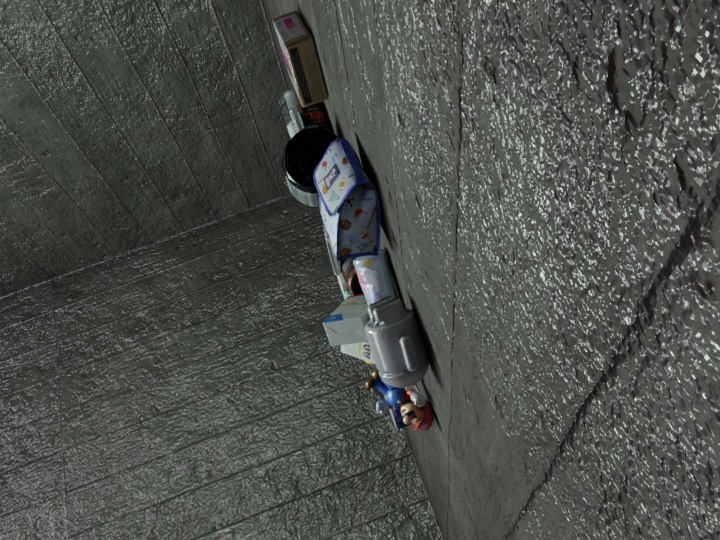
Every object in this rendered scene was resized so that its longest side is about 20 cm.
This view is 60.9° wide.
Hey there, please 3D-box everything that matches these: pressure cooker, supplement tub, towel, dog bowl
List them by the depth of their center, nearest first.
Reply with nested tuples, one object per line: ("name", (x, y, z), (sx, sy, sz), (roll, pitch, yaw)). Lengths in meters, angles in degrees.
("pressure cooker", (-0.117, -0.260, 1.607), (0.200, 0.176, 0.179), (90, 157, -78))
("supplement tub", (0.000, 0.000, 1.702), (0.200, 0.105, 0.109), (-120, 11, -65))
("towel", (-0.085, -0.102, 1.733), (0.148, 0.023, 0.202), (78, 180, -46))
("supplement tub", (-0.151, -0.415, 1.761), (0.123, 0.120, 0.203), (117, 133, -85))
("dog bowl", (0.143, 0.506, 2.375), (0.200, 0.077, 0.204), (161, 91, -87))

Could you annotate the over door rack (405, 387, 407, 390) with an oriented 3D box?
("over door rack", (0.109, 0.289, 1.863), (0.148, 0.065, 0.203), (-114, 6, -61))

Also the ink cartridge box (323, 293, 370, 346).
("ink cartridge box", (0.002, 0.111, 1.550), (0.200, 0.114, 0.068), (-46, -60, -58))

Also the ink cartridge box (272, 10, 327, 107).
("ink cartridge box", (-0.153, -0.537, 1.550), (0.201, 0.074, 0.166), (-112, 3, -48))

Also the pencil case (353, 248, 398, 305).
("pencil case", (0.048, 0.051, 1.442), (0.090, 0.082, 0.203), (3, 114, 65))

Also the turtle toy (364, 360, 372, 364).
("turtle toy", (0.067, 0.189, 1.697), (0.200, 0.099, 0.149), (125, 149, -83))

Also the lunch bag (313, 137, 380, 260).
("lunch bag", (-0.027, -0.152, 1.291), (0.202, 0.121, 0.171), (94, 160, -45))

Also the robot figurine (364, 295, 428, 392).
("robot figurine", (0.077, 0.159, 1.290), (0.169, 0.111, 0.203), (-154, 45, -76))

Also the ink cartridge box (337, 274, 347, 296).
("ink cartridge box", (-0.013, 0.019, 1.924), (0.201, 0.115, 0.068), (78, 171, -68))

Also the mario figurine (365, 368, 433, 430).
("mario figurine", (0.098, 0.340, 1.569), (0.199, 0.106, 0.124), (39, 170, 11))

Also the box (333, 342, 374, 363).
("box", (0.023, 0.190, 1.603), (0.049, 0.197, 0.084), (-32, -49, -53))

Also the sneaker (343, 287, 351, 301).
("sneaker", (-0.015, 0.097, 1.736), (0.078, 0.085, 0.201), (-60, 4, 32))
